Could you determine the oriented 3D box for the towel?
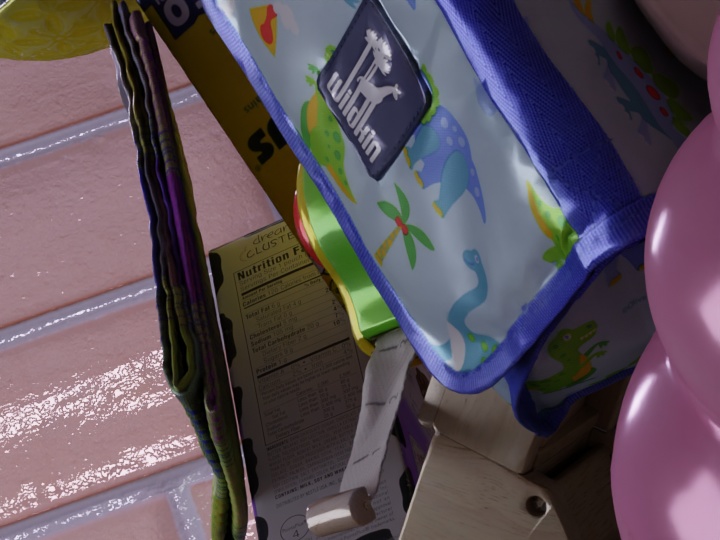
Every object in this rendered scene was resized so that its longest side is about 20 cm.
[{"bbox_3d":[-0.076,0.003,0.954,0.144,0.023,0.201,83,175,-60],"label":"towel"}]

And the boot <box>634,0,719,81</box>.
[{"bbox_3d":[0.090,-0.132,0.639,0.090,0.072,0.202,55,-160,-72],"label":"boot"}]

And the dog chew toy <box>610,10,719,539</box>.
[{"bbox_3d":[0.118,0.008,0.524,0.125,0.124,0.201,-116,16,-54],"label":"dog chew toy"}]

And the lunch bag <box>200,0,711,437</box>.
[{"bbox_3d":[0.041,-0.056,0.662,0.171,0.127,0.200,58,180,14],"label":"lunch bag"}]

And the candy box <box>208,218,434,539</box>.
[{"bbox_3d":[0.008,0.096,1.009,0.201,0.071,0.168,-104,-13,-46],"label":"candy box"}]

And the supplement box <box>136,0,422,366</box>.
[{"bbox_3d":[0.014,-0.072,0.969,0.201,0.109,0.109,55,-160,10],"label":"supplement box"}]

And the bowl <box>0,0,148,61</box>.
[{"bbox_3d":[-0.107,-0.174,1.050,0.107,0.200,0.201,27,-158,-32],"label":"bowl"}]

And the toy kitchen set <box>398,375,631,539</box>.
[{"bbox_3d":[0.138,0.053,0.843,0.163,0.180,0.201,-24,-44,-59],"label":"toy kitchen set"}]

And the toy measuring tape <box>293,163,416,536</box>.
[{"bbox_3d":[0.000,0.000,0.830,0.074,0.073,0.201,75,-155,-43],"label":"toy measuring tape"}]
